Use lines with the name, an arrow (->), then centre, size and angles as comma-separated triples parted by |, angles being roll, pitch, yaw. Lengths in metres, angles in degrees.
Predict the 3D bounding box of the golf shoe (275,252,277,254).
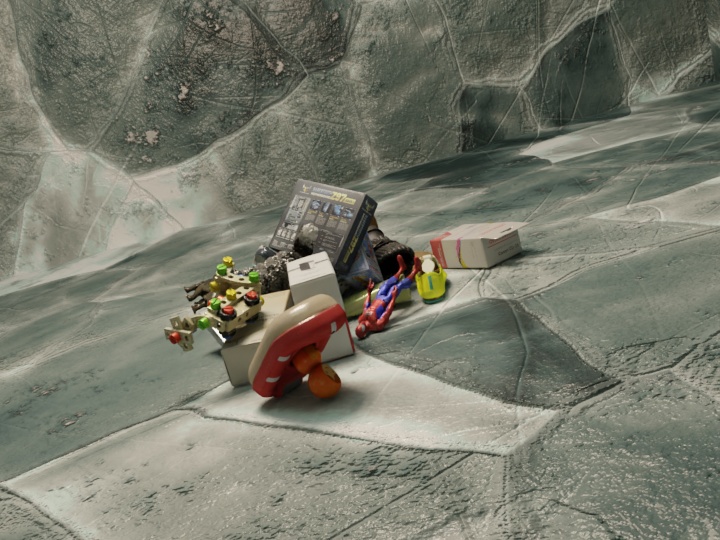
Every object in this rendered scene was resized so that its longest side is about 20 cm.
golf shoe -> -0.127, -0.003, 1.899 | 0.090, 0.077, 0.200 | 4, -12, 17

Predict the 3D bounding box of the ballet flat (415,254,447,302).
ballet flat -> 0.138, 0.006, 1.702 | 0.066, 0.068, 0.200 | -14, 13, 6

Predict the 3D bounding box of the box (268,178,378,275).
box -> -0.076, -0.090, 1.711 | 0.198, 0.160, 0.051 | 16, -11, 40

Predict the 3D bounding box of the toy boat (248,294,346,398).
toy boat -> -0.077, 0.135, 1.291 | 0.130, 0.131, 0.201 | -27, -25, -43

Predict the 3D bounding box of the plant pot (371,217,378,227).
plant pot -> -0.064, -0.088, 1.924 | 0.183, 0.190, 0.200 | -12, -7, 10

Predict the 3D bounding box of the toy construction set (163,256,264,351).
toy construction set -> -0.243, 0.060, 1.475 | 0.130, 0.093, 0.200 | 23, 48, 24

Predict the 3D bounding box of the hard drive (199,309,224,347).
hard drive -> -0.197, 0.085, 1.682 | 0.198, 0.027, 0.132 | -26, 47, -27

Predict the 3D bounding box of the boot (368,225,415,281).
boot -> -0.001, -0.002, 1.782 | 0.210, 0.080, 0.158 | -40, 36, -7

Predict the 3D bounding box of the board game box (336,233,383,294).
board game box -> -0.047, -0.017, 1.727 | 0.200, 0.062, 0.201 | -44, 47, 9

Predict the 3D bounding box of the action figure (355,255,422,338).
action figure -> 0.044, 0.049, 1.576 | 0.065, 0.052, 0.201 | 8, 49, 34

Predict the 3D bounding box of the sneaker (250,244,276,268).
sneaker -> -0.206, 0.024, 1.800 | 0.086, 0.077, 0.201 | -46, -13, -27

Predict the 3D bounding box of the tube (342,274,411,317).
tube -> 0.001, 0.064, 1.670 | 0.197, 0.058, 0.053 | -20, 55, 8

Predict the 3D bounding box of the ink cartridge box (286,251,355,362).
ink cartridge box -> -0.073, 0.062, 1.525 | 0.082, 0.147, 0.200 | -15, 13, -3

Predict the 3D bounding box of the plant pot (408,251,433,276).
plant pot -> 0.068, 0.001, 1.894 | 0.196, 0.028, 0.200 | -14, 13, 3

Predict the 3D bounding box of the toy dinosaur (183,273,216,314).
toy dinosaur -> -0.341, 0.048, 1.951 | 0.101, 0.078, 0.200 | -31, 9, -3

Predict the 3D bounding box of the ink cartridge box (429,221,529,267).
ink cartridge box -> 0.257, -0.053, 1.817 | 0.115, 0.069, 0.199 | -24, 14, -34

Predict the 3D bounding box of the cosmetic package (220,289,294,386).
cosmetic package -> -0.173, 0.115, 1.517 | 0.102, 0.074, 0.201 | -12, 21, 7

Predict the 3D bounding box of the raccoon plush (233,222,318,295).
raccoon plush -> -0.178, -0.016, 1.634 | 0.132, 0.203, 0.097 | 14, 14, -26
